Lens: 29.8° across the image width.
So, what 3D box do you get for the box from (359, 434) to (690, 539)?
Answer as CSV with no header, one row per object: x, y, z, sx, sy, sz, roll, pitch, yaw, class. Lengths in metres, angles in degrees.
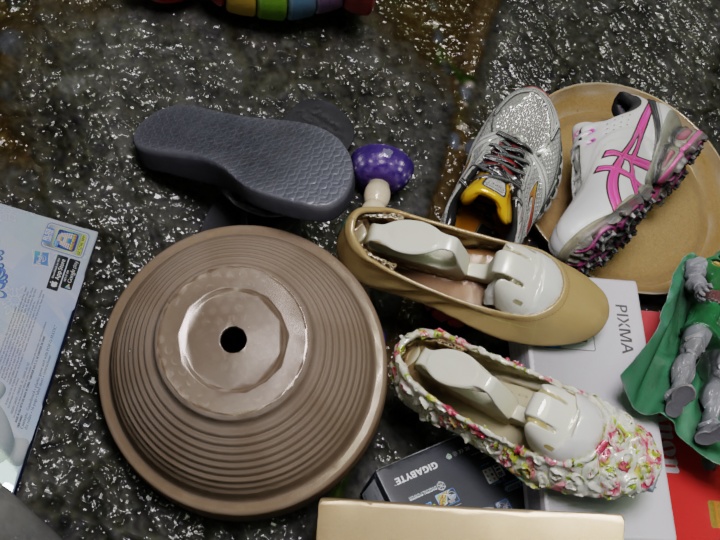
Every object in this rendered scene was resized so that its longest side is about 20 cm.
0.121,0.182,0.944,0.198,0.046,0.160,-19,69,-25,box

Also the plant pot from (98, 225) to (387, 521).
-0.079,0.058,0.891,0.198,0.093,0.203,0,73,-1,plant pot

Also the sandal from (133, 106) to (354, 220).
-0.079,-0.076,0.981,0.199,0.043,0.076,22,52,37,sandal

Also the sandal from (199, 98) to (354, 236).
-0.065,-0.059,1.020,0.075,0.043,0.201,25,58,-2,sandal

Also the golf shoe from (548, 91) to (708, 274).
0.192,-0.070,1.061,0.092,0.073,0.200,37,48,12,golf shoe

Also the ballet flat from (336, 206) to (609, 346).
0.077,0.003,0.932,0.198,0.063,0.069,13,67,6,ballet flat

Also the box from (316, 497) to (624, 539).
0.065,0.232,0.855,0.197,0.021,0.166,3,79,5,box

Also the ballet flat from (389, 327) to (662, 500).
0.100,0.093,0.887,0.198,0.064,0.076,19,69,25,ballet flat

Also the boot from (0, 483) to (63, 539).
-0.155,0.203,0.834,0.199,0.073,0.182,39,58,7,boot

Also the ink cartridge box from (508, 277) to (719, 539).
0.197,0.104,0.959,0.174,0.045,0.202,5,59,-13,ink cartridge box

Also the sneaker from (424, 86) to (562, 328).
0.108,-0.056,1.028,0.077,0.082,0.202,19,67,7,sneaker

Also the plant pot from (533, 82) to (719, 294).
0.216,-0.065,1.120,0.197,0.028,0.202,8,61,-14,plant pot

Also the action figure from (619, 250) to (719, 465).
0.255,0.044,0.983,0.118,0.055,0.201,42,39,-12,action figure

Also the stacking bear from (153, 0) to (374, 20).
-0.090,-0.257,1.083,0.197,0.114,0.122,-3,50,-6,stacking bear

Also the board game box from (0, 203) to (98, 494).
-0.297,0.037,0.897,0.197,0.043,0.202,18,59,-9,board game box

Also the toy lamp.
0.000,0.000,1.001,0.058,0.058,0.202,14,59,-9,toy lamp
